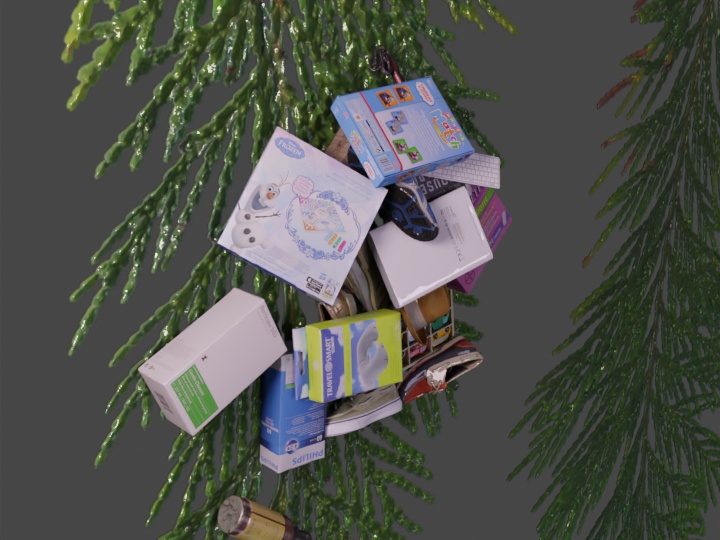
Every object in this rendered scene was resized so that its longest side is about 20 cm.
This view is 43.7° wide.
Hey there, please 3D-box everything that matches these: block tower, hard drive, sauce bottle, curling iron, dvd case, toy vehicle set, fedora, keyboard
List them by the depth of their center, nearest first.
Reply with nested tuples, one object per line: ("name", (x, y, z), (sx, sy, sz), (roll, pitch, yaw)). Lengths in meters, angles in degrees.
("block tower", (-0.051, -0.137, 1.451), (0.058, 0.054, 0.202), (45, 70, -42))
("hard drive", (0.116, -0.040, 1.488), (0.198, 0.027, 0.134), (-26, 96, -24))
("curling iron", (0.074, -0.282, 1.495), (0.049, 0.025, 0.202), (-35, 96, -35))
("sauce bottle", (-0.154, 0.435, 1.504), (0.200, 0.064, 0.065), (40, 74, -42))
("dvd case", (0.091, -0.191, 1.519), (0.149, 0.025, 0.203), (-25, 93, -23))
("keyboard", (0.151, -0.181, 1.524), (0.196, 0.011, 0.057), (7, 81, -22))
("fedora", (0.105, 0.025, 1.560), (0.080, 0.202, 0.202), (-18, 125, 10))
("toy vehicle set", (0.102, 0.110, 1.692), (0.198, 0.026, 0.127), (-24, 117, -38))

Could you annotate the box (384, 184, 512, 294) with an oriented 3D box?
("box", (0.166, -0.092, 1.648), (0.177, 0.096, 0.200), (-56, 132, -17))

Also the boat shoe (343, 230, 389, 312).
("boat shoe", (0.000, 0.000, 1.529), (0.202, 0.067, 0.075), (72, 33, -40))

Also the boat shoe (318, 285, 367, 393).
("boat shoe", (-0.034, 0.130, 1.531), (0.076, 0.071, 0.203), (-37, 116, -46))

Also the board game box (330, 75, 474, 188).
("board game box", (0.069, -0.222, 1.417), (0.198, 0.037, 0.153), (-20, 74, -34))

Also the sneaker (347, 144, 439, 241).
("sneaker", (0.067, -0.137, 1.434), (0.201, 0.075, 0.077), (54, 50, -5))

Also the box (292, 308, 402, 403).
("box", (-0.018, 0.139, 1.476), (0.198, 0.047, 0.125), (-10, 101, -39))

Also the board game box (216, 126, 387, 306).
("board game box", (-0.087, -0.081, 1.366), (0.198, 0.043, 0.201), (29, 81, -9))

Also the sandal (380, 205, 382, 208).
("sandal", (0.019, -0.139, 1.528), (0.201, 0.050, 0.084), (-28, 106, -22))

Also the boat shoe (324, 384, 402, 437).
("boat shoe", (-0.007, 0.247, 1.607), (0.198, 0.071, 0.063), (-14, 87, -45))

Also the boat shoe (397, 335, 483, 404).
("boat shoe", (0.149, 0.200, 1.720), (0.198, 0.063, 0.072), (-32, 149, -27))

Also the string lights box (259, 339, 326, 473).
("string lights box", (-0.111, 0.222, 1.491), (0.102, 0.058, 0.204), (-9, 108, -42))

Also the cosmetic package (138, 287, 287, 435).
("cosmetic package", (-0.218, 0.132, 1.342), (0.200, 0.084, 0.109), (-42, 126, -27))
